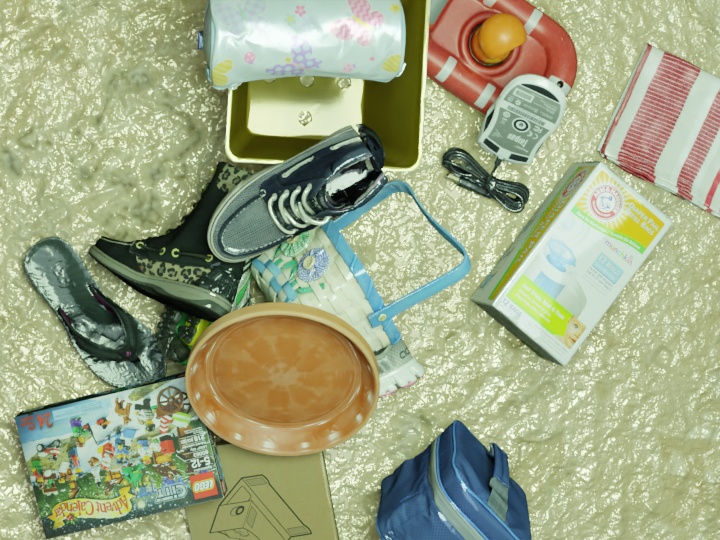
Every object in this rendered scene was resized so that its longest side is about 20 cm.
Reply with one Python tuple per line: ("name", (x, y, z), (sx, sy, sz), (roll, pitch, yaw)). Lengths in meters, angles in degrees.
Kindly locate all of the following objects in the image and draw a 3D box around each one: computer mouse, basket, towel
("computer mouse", (0.167, -0.148, 1.655), (0.109, 0.200, 0.044), (26, 50, -4))
("basket", (0.000, 0.000, 1.618), (0.199, 0.176, 0.140), (-30, 129, -9))
("towel", (0.385, -0.153, 1.756), (0.199, 0.023, 0.145), (26, 88, -9))

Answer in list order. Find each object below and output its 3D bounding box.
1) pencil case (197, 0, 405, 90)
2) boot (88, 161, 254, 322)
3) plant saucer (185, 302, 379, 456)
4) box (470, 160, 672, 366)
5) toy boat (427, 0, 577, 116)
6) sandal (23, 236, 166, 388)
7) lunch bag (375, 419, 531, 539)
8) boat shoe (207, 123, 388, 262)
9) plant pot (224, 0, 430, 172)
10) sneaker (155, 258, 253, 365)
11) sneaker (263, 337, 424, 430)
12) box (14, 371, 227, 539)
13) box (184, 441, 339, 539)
("pencil case", (-0.055, -0.223, 1.471), (0.198, 0.083, 0.092), (-4, 92, -10))
("boot", (-0.181, -0.041, 1.605), (0.073, 0.203, 0.154), (39, 75, -50))
("plant saucer", (-0.079, 0.109, 1.570), (0.199, 0.032, 0.201), (1, 129, 1))
("box", (0.232, -0.011, 1.697), (0.112, 0.101, 0.200), (39, 86, -9))
("toy boat", (0.145, -0.245, 1.657), (0.199, 0.131, 0.131), (32, 88, -9))
("sandal", (-0.287, 0.053, 1.640), (0.075, 0.048, 0.201), (-42, 98, -5))
("lunch bag", (0.110, 0.253, 1.646), (0.132, 0.200, 0.136), (-39, 101, 13))
("boat shoe", (-0.062, -0.067, 1.479), (0.199, 0.093, 0.075), (-36, 109, 4))
("plant pot", (-0.045, -0.206, 1.604), (0.198, 0.176, 0.202), (3, 91, -9))
("sneaker", (-0.151, 0.012, 1.660), (0.085, 0.078, 0.201), (30, 79, -46))
("sneaker", (-0.034, 0.113, 1.676), (0.199, 0.074, 0.088), (-22, 90, -7))
("box", (-0.254, 0.196, 1.639), (0.198, 0.038, 0.138), (-14, 94, 3))
("box", (-0.107, 0.281, 1.673), (0.162, 0.021, 0.202), (-10, 97, 6))
